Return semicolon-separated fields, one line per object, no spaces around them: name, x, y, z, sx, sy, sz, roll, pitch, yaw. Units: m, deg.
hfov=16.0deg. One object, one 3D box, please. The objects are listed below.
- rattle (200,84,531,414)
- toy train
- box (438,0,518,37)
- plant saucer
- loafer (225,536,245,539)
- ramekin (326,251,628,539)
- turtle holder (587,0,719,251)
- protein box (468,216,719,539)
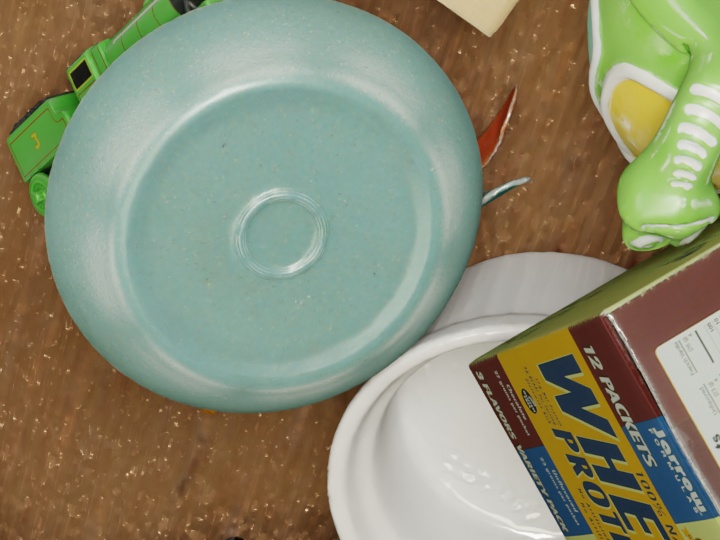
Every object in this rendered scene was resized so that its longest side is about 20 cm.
rattle;0.000;0.000;1.248;0.200;0.130;0.143;-25;127;-5
toy train;-0.106;-0.085;1.195;0.200;0.042;0.056;-36;76;49
box;0.050;-0.226;1.097;0.163;0.021;0.200;34;106;-11
plant saucer;-0.038;-0.021;1.132;0.200;0.036;0.200;-5;113;-12
loafer;-0.049;0.163;1.362;0.200;0.072;0.063;-3;100;7
ramekin;0.091;0.088;1.262;0.200;0.098;0.201;6;121;9
turtle holder;0.164;-0.090;1.093;0.141;0.186;0.132;4;138;-18
protein box;0.184;0.040;1.080;0.200;0.199;0.135;-29;89;-15
